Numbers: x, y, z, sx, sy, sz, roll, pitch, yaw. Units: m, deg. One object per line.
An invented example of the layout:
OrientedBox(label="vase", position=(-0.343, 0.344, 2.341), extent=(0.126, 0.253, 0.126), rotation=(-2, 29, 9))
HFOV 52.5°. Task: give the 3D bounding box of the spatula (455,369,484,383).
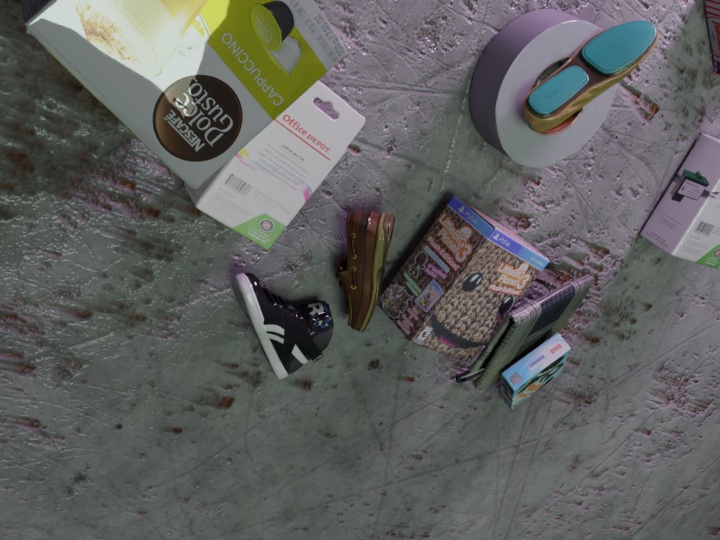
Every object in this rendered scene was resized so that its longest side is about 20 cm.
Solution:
OrientedBox(label="spatula", position=(0.254, 0.145, 1.280), extent=(0.199, 0.021, 0.057), rotation=(-29, 132, -8))

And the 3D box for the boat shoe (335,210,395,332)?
OrientedBox(label="boat shoe", position=(0.000, 0.000, 1.026), extent=(0.067, 0.072, 0.201), rotation=(12, 128, 3))

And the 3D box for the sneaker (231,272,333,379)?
OrientedBox(label="sneaker", position=(-0.099, 0.055, 1.005), extent=(0.111, 0.073, 0.201), rotation=(-29, 138, -13))

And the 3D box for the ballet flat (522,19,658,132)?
OrientedBox(label="ballet flat", position=(0.291, -0.249, 0.940), extent=(0.199, 0.069, 0.063), rotation=(-33, 158, -2))

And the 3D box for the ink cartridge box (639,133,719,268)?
OrientedBox(label="ink cartridge box", position=(0.600, -0.117, 1.253), extent=(0.145, 0.084, 0.201), rotation=(12, 114, -34))

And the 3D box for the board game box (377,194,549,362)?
OrientedBox(label="board game box", position=(0.151, 0.017, 1.078), extent=(0.159, 0.097, 0.200), rotation=(22, 109, -45))

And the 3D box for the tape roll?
OrientedBox(label="tape roll", position=(0.250, -0.245, 0.993), extent=(0.199, 0.066, 0.201), rotation=(-14, 125, -20))

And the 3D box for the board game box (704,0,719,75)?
OrientedBox(label="board game box", position=(0.615, -0.408, 1.094), extent=(0.200, 0.046, 0.152), rotation=(-38, 131, -2))

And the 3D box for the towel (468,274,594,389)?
OrientedBox(label="towel", position=(0.270, 0.096, 1.173), extent=(0.192, 0.035, 0.201), rotation=(-23, 149, -31))

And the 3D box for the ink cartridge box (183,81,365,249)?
OrientedBox(label="ink cartridge box", position=(-0.101, -0.140, 0.870), extent=(0.117, 0.067, 0.200), rotation=(32, 103, -38))

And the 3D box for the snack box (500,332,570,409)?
OrientedBox(label="snack box", position=(0.298, 0.178, 1.261), extent=(0.116, 0.037, 0.200), rotation=(-35, 158, -3))

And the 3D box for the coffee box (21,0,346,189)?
OrientedBox(label="coffee box", position=(-0.171, -0.238, 0.681), extent=(0.198, 0.200, 0.200), rotation=(-41, 130, 2))
